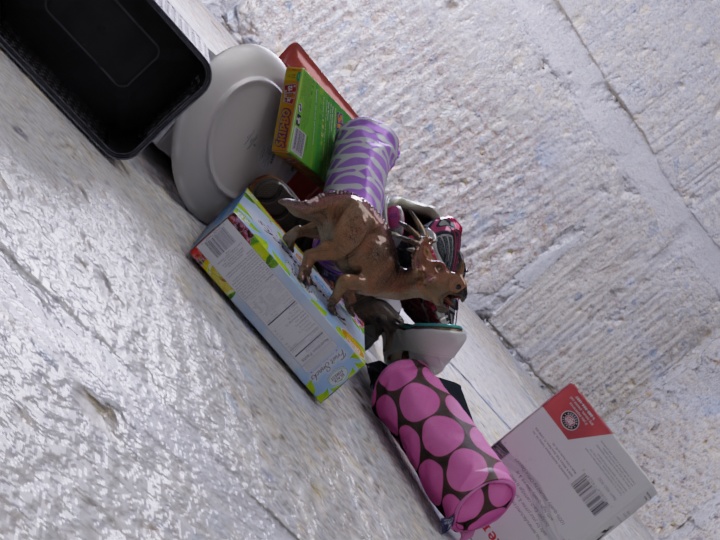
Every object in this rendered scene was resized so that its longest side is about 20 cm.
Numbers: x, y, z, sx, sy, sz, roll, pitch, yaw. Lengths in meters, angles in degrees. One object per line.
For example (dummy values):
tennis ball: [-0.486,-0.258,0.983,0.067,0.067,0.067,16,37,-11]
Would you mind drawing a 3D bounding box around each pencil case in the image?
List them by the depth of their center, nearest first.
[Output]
pencil case: [0.084,0.194,1.325,0.089,0.095,0.201,-9,44,-26]
pencil case: [-0.001,-0.085,1.371,0.084,0.084,0.202,23,47,-15]

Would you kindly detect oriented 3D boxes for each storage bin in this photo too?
storage bin: [-0.249,-0.225,1.161,0.200,0.135,0.094,47,7,-22]

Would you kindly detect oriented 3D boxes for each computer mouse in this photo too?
computer mouse: [0.006,0.122,1.421,0.200,0.034,0.059,42,22,-42]

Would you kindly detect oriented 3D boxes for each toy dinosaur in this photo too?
toy dinosaur: [0.006,-0.028,1.214,0.200,0.135,0.086,47,9,-19]

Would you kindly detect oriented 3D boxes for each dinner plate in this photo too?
dinner plate: [-0.128,-0.145,1.323,0.024,0.202,0.200,20,-11,33]

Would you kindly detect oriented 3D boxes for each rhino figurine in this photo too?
rhino figurine: [0.000,0.000,1.438,0.060,0.086,0.203,66,7,-81]

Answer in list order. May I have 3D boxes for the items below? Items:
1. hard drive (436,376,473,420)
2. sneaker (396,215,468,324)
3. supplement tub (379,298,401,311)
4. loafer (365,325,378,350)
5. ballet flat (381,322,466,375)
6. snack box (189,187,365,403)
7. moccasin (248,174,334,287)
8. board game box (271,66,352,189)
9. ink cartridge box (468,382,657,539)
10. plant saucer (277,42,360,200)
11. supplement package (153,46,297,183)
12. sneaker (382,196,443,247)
hard drive: [0.118,0.206,1.532,0.200,0.032,0.141,29,41,-73]
sneaker: [0.098,0.020,1.476,0.080,0.074,0.201,40,-26,29]
supplement tub: [-0.014,-0.031,1.624,0.201,0.144,0.145,52,7,12]
loafer: [-0.040,0.022,1.491,0.200,0.070,0.070,46,7,-34]
ballet flat: [0.073,0.095,1.435,0.070,0.069,0.200,48,-15,-11]
snack box: [-0.080,0.021,1.244,0.200,0.068,0.169,48,8,-8]
moccasin: [-0.075,-0.021,1.378,0.203,0.073,0.078,59,-6,-30]
board game box: [-0.052,-0.158,1.407,0.030,0.097,0.200,7,-8,20]
ink cartridge box: [0.210,0.250,1.357,0.147,0.199,0.083,53,5,25]
plant saucer: [-0.096,-0.154,1.551,0.200,0.200,0.037,51,17,10]
supplement package: [-0.171,-0.170,1.402,0.121,0.120,0.200,43,1,37]
sneaker: [0.019,-0.054,1.510,0.088,0.197,0.083,115,-36,-65]
